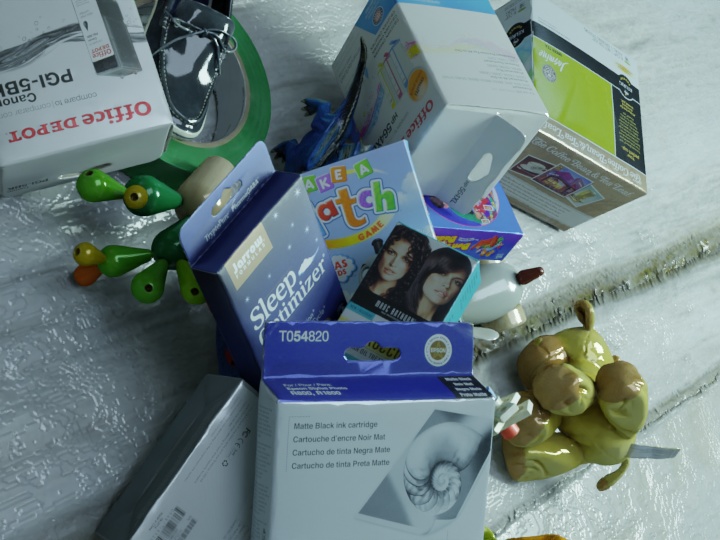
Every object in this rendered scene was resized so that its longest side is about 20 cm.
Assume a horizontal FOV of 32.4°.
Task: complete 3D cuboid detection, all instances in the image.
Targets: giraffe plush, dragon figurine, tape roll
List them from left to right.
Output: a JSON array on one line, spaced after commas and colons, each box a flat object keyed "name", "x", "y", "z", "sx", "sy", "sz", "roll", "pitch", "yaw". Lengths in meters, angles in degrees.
[{"name": "tape roll", "x": -0.173, "y": -0.173, "z": 1.132, "sx": 0.200, "sy": 0.048, "sz": 0.201, "roll": 20, "pitch": 58, "yaw": -36}, {"name": "dragon figurine", "x": -0.030, "y": -0.117, "z": 1.181, "sx": 0.059, "sy": 0.200, "sz": 0.099, "roll": 32, "pitch": 14, "yaw": -33}, {"name": "giraffe plush", "x": 0.233, "y": 0.122, "z": 1.332, "sx": 0.200, "sy": 0.173, "sz": 0.162, "roll": 17, "pitch": 38, "yaw": -27}]

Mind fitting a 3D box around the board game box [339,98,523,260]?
[{"name": "board game box", "x": 0.071, "y": -0.105, "z": 1.282, "sx": 0.134, "sy": 0.045, "sz": 0.200, "roll": 4, "pitch": 51, "yaw": -31}]

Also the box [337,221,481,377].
[{"name": "box", "x": 0.019, "y": 0.065, "z": 1.041, "sx": 0.082, "sy": 0.049, "sz": 0.200, "roll": 26, "pitch": 74, "yaw": 15}]

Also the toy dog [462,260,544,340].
[{"name": "toy dog", "x": 0.120, "y": 0.031, "z": 1.288, "sx": 0.132, "sy": 0.096, "sz": 0.200, "roll": 53, "pitch": 44, "yaw": -11}]

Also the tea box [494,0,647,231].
[{"name": "tea box", "x": 0.221, "y": -0.183, "z": 1.462, "sx": 0.200, "sy": 0.134, "sz": 0.197, "roll": 24, "pitch": 55, "yaw": -35}]

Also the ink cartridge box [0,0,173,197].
[{"name": "ink cartridge box", "x": -0.249, "y": -0.178, "z": 0.995, "sx": 0.147, "sy": 0.083, "sz": 0.200, "roll": -17, "pitch": 83, "yaw": -19}]

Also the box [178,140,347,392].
[{"name": "box", "x": -0.071, "y": 0.009, "z": 0.997, "sx": 0.121, "sy": 0.032, "sz": 0.200, "roll": -53, "pitch": 139, "yaw": -34}]

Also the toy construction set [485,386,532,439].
[{"name": "toy construction set", "x": 0.071, "y": 0.086, "z": 1.185, "sx": 0.200, "sy": 0.131, "sz": 0.092, "roll": 55, "pitch": 5, "yaw": 4}]

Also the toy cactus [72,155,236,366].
[{"name": "toy cactus", "x": -0.150, "y": -0.026, "z": 1.039, "sx": 0.200, "sy": 0.102, "sz": 0.165, "roll": 38, "pitch": 47, "yaw": -16}]

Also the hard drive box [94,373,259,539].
[{"name": "hard drive box", "x": -0.081, "y": 0.204, "z": 0.987, "sx": 0.200, "sy": 0.077, "sz": 0.156, "roll": 43, "pitch": 70, "yaw": -21}]

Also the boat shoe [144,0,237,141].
[{"name": "boat shoe", "x": -0.149, "y": -0.208, "z": 1.092, "sx": 0.075, "sy": 0.062, "sz": 0.200, "roll": 26, "pitch": 57, "yaw": -36}]

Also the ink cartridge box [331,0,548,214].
[{"name": "ink cartridge box", "x": 0.078, "y": -0.168, "z": 1.213, "sx": 0.125, "sy": 0.129, "sz": 0.200, "roll": 1, "pitch": 52, "yaw": -32}]

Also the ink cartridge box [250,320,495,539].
[{"name": "ink cartridge box", "x": 0.013, "y": 0.140, "z": 0.965, "sx": 0.199, "sy": 0.041, "sz": 0.200, "roll": 1, "pitch": 93, "yaw": -29}]

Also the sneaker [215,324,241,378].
[{"name": "sneaker", "x": -0.078, "y": 0.084, "z": 1.095, "sx": 0.078, "sy": 0.070, "sz": 0.200, "roll": 16, "pitch": 68, "yaw": -42}]

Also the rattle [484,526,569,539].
[{"name": "rattle", "x": 0.084, "y": 0.251, "z": 1.125, "sx": 0.200, "sy": 0.143, "sz": 0.130, "roll": 45, "pitch": 64, "yaw": -28}]

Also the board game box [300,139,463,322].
[{"name": "board game box", "x": 0.000, "y": 0.000, "z": 1.124, "sx": 0.037, "sy": 0.151, "sz": 0.200, "roll": -22, "pitch": 94, "yaw": -82}]
